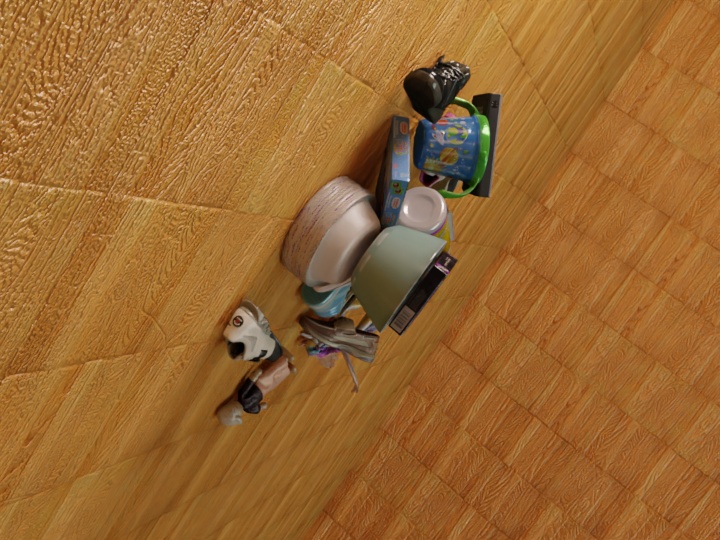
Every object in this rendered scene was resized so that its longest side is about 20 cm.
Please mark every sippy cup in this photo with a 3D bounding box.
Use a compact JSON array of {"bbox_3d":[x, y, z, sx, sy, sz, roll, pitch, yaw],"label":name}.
[{"bbox_3d":[0.172,-0.242,1.534,0.179,0.128,0.141,-96,-167,-47],"label":"sippy cup"}]

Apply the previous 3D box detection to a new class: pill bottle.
[{"bbox_3d":[0.128,-0.073,1.571,0.104,0.104,0.201,-48,154,-15],"label":"pill bottle"}]

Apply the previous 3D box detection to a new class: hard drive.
[{"bbox_3d":[0.246,-0.256,1.601,0.140,0.032,0.204,-120,-144,-78],"label":"hard drive"}]

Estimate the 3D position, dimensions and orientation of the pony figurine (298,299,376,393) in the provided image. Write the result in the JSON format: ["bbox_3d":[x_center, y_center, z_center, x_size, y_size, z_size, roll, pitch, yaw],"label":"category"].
[{"bbox_3d":[-0.045,0.160,1.820,0.200,0.166,0.195,-43,130,-22],"label":"pony figurine"}]

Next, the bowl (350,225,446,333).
[{"bbox_3d":[0.056,-0.001,1.396,0.202,0.105,0.201,-52,174,-7],"label":"bowl"}]

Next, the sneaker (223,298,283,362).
[{"bbox_3d":[-0.200,0.128,1.401,0.089,0.074,0.201,-48,154,-16],"label":"sneaker"}]

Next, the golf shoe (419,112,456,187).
[{"bbox_3d":[0.173,-0.250,1.671,0.091,0.075,0.201,-43,160,-22],"label":"golf shoe"}]

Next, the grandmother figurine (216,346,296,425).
[{"bbox_3d":[-0.219,0.253,1.639,0.200,0.060,0.123,-40,132,-32],"label":"grandmother figurine"}]

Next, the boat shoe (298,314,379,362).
[{"bbox_3d":[-0.043,0.133,1.705,0.073,0.198,0.076,-63,-152,1],"label":"boat shoe"}]

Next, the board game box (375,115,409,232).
[{"bbox_3d":[0.056,-0.158,1.445,0.201,0.036,0.153,105,-11,-55],"label":"board game box"}]

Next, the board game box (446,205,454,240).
[{"bbox_3d":[0.108,-0.078,1.734,0.197,0.026,0.200,-18,164,4],"label":"board game box"}]

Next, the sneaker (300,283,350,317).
[{"bbox_3d":[-0.037,0.014,1.616,0.199,0.080,0.131,-40,160,-11],"label":"sneaker"}]

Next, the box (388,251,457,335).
[{"bbox_3d":[0.122,0.040,1.486,0.144,0.036,0.200,-54,173,14],"label":"box"}]

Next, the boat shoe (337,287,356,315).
[{"bbox_3d":[0.008,0.025,1.716,0.199,0.067,0.074,-38,162,-9],"label":"boat shoe"}]

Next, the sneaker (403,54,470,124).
[{"bbox_3d":[0.136,-0.337,1.374,0.115,0.076,0.199,-56,167,2],"label":"sneaker"}]

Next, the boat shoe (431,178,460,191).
[{"bbox_3d":[0.213,-0.236,1.806,0.062,0.071,0.201,-31,160,-27],"label":"boat shoe"}]

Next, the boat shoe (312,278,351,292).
[{"bbox_3d":[0.000,0.000,1.517,0.198,0.074,0.066,-25,129,-4],"label":"boat shoe"}]

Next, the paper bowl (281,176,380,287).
[{"bbox_3d":[-0.041,-0.058,1.401,0.201,0.104,0.201,-49,164,-19],"label":"paper bowl"}]
